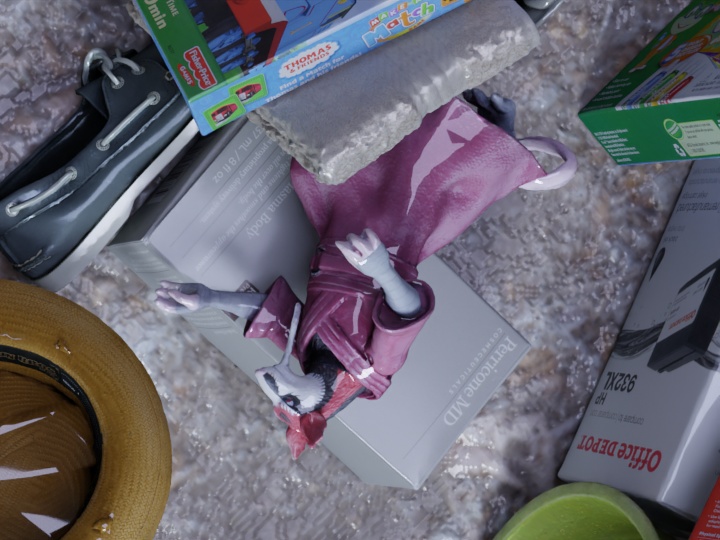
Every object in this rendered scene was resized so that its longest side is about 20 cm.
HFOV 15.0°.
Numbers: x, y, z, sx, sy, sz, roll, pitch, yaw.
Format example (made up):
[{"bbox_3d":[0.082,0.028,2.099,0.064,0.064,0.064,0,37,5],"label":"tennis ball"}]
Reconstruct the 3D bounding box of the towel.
[{"bbox_3d":[-0.020,-0.126,1.347,0.133,0.200,0.034,-36,139,-12],"label":"towel"}]

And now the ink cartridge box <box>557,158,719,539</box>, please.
[{"bbox_3d":[0.202,0.044,1.469,0.084,0.145,0.200,26,84,-17],"label":"ink cartridge box"}]

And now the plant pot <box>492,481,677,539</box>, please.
[{"bbox_3d":[0.174,0.233,1.457,0.190,0.200,0.200,19,85,-28],"label":"plant pot"}]

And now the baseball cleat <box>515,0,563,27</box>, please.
[{"bbox_3d":[0.099,-0.190,1.450,0.070,0.106,0.200,31,87,-30],"label":"baseball cleat"}]

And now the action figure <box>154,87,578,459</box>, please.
[{"bbox_3d":[0.000,0.000,1.355,0.149,0.134,0.200,25,77,-45],"label":"action figure"}]

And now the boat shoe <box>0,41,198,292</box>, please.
[{"bbox_3d":[-0.121,-0.083,1.401,0.062,0.073,0.200,39,85,-19],"label":"boat shoe"}]

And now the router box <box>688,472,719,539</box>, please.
[{"bbox_3d":[0.231,0.195,1.370,0.200,0.049,0.180,47,60,-33],"label":"router box"}]

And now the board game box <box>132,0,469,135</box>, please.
[{"bbox_3d":[-0.019,-0.172,1.319,0.200,0.037,0.151,-26,60,-4],"label":"board game box"}]

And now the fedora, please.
[{"bbox_3d":[-0.195,0.102,1.355,0.200,0.082,0.201,2,71,-5],"label":"fedora"}]

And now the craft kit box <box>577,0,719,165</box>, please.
[{"bbox_3d":[0.228,-0.138,1.444,0.198,0.200,0.049,-42,101,-13],"label":"craft kit box"}]

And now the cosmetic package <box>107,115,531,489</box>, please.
[{"bbox_3d":[-0.021,0.014,1.428,0.200,0.090,0.107,41,76,-12],"label":"cosmetic package"}]
